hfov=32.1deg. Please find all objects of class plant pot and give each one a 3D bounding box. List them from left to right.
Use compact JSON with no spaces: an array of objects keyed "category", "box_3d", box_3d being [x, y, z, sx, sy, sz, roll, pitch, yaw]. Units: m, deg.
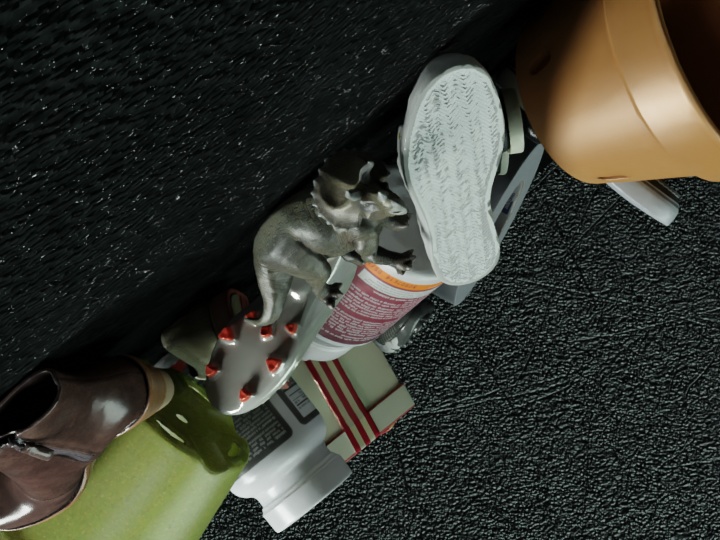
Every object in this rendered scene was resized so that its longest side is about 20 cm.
[{"category":"plant pot","box_3d":[-0.197,0.181,1.038,0.184,0.200,0.200,-51,173,13]},{"category":"plant pot","box_3d":[0.208,-0.149,0.913,0.140,0.200,0.200,-19,-169,42]}]

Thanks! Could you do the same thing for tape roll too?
[{"category":"tape roll","box_3d":[0.122,-0.064,1.343,0.200,0.066,0.200,-58,169,-17]}]

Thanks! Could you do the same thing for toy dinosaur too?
[{"category":"toy dinosaur","box_3d":[-0.027,-0.027,0.894,0.200,0.102,0.077,-27,-139,39]}]

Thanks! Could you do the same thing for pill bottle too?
[{"category":"pill bottle","box_3d":[-0.106,0.148,1.221,0.116,0.200,0.116,-38,176,-3]},{"category":"pill bottle","box_3d":[0.000,0.000,1.133,0.114,0.114,0.200,-35,175,-40]}]

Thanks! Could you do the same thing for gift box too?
[{"category":"gift box","box_3d":[-0.063,0.151,1.558,0.185,0.187,0.200,-34,-168,-25]}]

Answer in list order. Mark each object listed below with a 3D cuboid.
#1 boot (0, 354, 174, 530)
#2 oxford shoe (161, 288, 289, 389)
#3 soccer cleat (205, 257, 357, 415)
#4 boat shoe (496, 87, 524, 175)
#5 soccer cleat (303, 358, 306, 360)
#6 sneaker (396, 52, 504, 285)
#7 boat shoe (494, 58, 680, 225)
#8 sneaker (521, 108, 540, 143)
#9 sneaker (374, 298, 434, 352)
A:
[{"category":"boot","box_3d":[-0.239,0.124,0.881,0.200,0.072,0.166,-38,164,15]},{"category":"oxford shoe","box_3d":[-0.114,0.067,1.100,0.074,0.071,0.200,-19,156,7]},{"category":"soccer cleat","box_3d":[-0.051,0.029,0.990,0.200,0.069,0.078,-59,158,3]},{"category":"boat shoe","box_3d":[0.094,-0.114,1.070,0.066,0.075,0.199,-10,-175,-1]},{"category":"soccer cleat","box_3d":[-0.054,0.053,1.392,0.069,0.078,0.200,-41,177,18]},{"category":"sneaker","box_3d":[0.053,-0.095,0.891,0.074,0.116,0.200,-13,139,-6]},{"category":"boat shoe","box_3d":[0.194,-0.118,1.033,0.057,0.200,0.069,-48,156,11]},{"category":"sneaker","box_3d":[0.208,-0.186,1.083,0.200,0.076,0.088,-49,-169,21]},{"category":"sneaker","box_3d":[0.011,0.031,1.278,0.066,0.090,0.200,-50,-169,-8]}]
